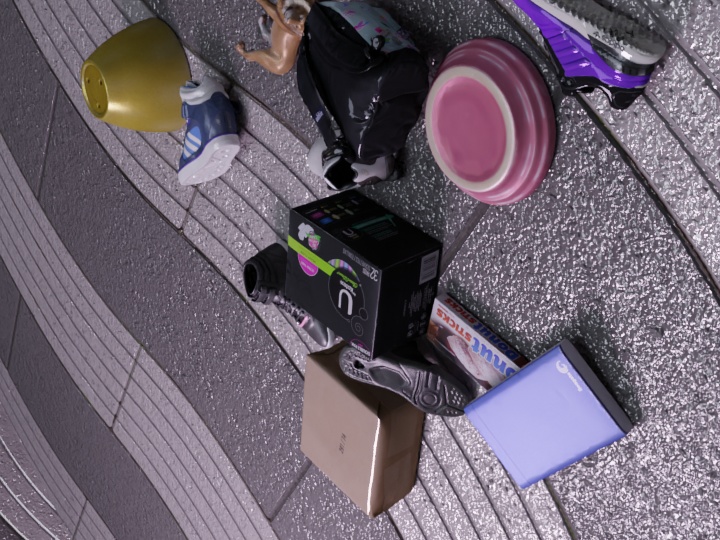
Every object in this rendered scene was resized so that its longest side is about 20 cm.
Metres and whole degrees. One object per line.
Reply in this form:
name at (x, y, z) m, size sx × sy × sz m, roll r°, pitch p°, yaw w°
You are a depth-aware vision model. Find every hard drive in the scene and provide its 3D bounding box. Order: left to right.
hard drive at (0.231, 0.186, 1.288) m, size 0.133 × 0.025 × 0.200 m, roll 52°, pitch 137°, yaw 5°

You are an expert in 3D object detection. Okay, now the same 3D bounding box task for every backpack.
backpack at (0.000, -0.256, 1.310) m, size 0.201 × 0.125 × 0.169 m, roll 55°, pitch 133°, yaw 37°

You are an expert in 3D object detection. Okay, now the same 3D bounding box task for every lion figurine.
lion figurine at (-0.112, -0.344, 1.489) m, size 0.123 × 0.072 × 0.201 m, roll 45°, pitch 153°, yaw 10°

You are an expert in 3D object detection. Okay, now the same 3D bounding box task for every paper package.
paper package at (-0.001, 0.237, 1.583) m, size 0.190 × 0.102 × 0.203 m, roll 35°, pitch 133°, yaw 38°

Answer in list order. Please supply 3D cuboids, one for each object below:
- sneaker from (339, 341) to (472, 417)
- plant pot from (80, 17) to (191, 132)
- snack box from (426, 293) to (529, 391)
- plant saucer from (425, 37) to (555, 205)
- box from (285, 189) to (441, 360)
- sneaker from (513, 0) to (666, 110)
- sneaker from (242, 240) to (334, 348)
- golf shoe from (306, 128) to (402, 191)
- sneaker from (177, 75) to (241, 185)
sneaker at (0.077, 0.134, 1.468) m, size 0.196 × 0.114 × 0.077 m, roll 21°, pitch 122°, yaw 13°
plant pot at (-0.408, -0.331, 1.806) m, size 0.199 × 0.140 × 0.204 m, roll 28°, pitch 128°, yaw 42°
snack box at (0.167, 0.116, 1.370) m, size 0.199 × 0.024 × 0.073 m, roll 41°, pitch 135°, yaw 33°
plant saucer at (0.146, -0.175, 1.237) m, size 0.199 × 0.050 × 0.204 m, roll 27°, pitch 127°, yaw 42°
box at (0.000, 0.000, 1.450) m, size 0.199 × 0.123 × 0.151 m, roll 33°, pitch 130°, yaw 38°
sneaker at (0.224, -0.239, 1.089) m, size 0.200 × 0.069 × 0.101 m, roll 44°, pitch 140°, yaw 31°
sneaker at (-0.123, 0.052, 1.656) m, size 0.202 × 0.098 × 0.071 m, roll 58°, pitch 140°, yaw 13°
golf shoe at (-0.032, -0.155, 1.443) m, size 0.198 × 0.093 × 0.079 m, roll 6°, pitch 113°, yaw 53°
sneaker at (-0.270, -0.244, 1.732) m, size 0.199 × 0.079 × 0.149 m, roll -32°, pitch 73°, yaw 57°
